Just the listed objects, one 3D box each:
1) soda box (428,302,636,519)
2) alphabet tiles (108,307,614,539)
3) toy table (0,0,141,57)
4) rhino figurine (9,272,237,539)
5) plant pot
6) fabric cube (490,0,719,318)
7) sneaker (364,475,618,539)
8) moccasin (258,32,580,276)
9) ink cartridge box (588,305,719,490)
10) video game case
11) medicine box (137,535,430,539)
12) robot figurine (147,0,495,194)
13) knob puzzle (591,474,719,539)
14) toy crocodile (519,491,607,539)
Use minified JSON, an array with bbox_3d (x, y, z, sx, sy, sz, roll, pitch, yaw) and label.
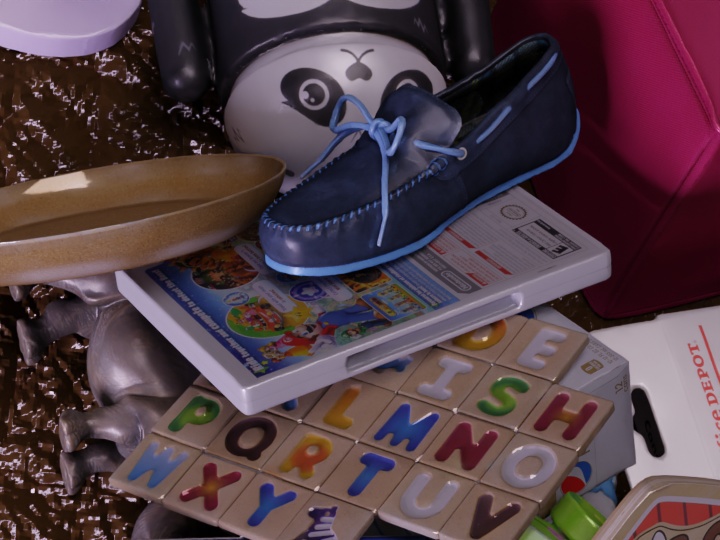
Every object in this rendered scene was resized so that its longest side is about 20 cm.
[{"bbox_3d":[0.048,0.038,1.200,0.064,0.068,0.200,-28,41,-25],"label":"soda box"},{"bbox_3d":[0.008,0.069,1.117,0.200,0.008,0.167,16,50,34],"label":"alphabet tiles"},{"bbox_3d":[-0.197,-0.220,1.308,0.200,0.117,0.184,29,59,5],"label":"toy table"},{"bbox_3d":[-0.107,0.077,1.199,0.087,0.060,0.200,-15,71,-16],"label":"rhino figurine"},{"bbox_3d":[-0.133,-0.024,1.194,0.200,0.200,0.028,-14,102,-20],"label":"plant pot"},{"bbox_3d":[0.204,-0.118,1.297,0.200,0.199,0.196,-13,66,-19],"label":"fabric cube"},{"bbox_3d":[0.042,0.145,1.192,0.200,0.075,0.087,-8,74,-14],"label":"sneaker"},{"bbox_3d":[0.025,-0.063,1.191,0.080,0.068,0.200,21,39,38],"label":"moccasin"},{"bbox_3d":[0.212,0.080,1.267,0.200,0.068,0.117,-7,63,-18],"label":"ink cartridge box"},{"bbox_3d":[0.000,0.000,1.175,0.200,0.018,0.143,-20,33,-23],"label":"video game case"},{"bbox_3d":[-0.054,0.229,1.084,0.182,0.103,0.200,-1,65,-2],"label":"medicine box"},{"bbox_3d":[-0.020,-0.134,1.295,0.125,0.150,0.200,30,44,-51],"label":"robot figurine"},{"bbox_3d":[0.150,0.184,1.131,0.219,0.220,0.030,-27,34,-24],"label":"knob puzzle"},{"bbox_3d":[0.115,0.162,1.150,0.068,0.200,0.062,-46,47,4],"label":"toy crocodile"}]
